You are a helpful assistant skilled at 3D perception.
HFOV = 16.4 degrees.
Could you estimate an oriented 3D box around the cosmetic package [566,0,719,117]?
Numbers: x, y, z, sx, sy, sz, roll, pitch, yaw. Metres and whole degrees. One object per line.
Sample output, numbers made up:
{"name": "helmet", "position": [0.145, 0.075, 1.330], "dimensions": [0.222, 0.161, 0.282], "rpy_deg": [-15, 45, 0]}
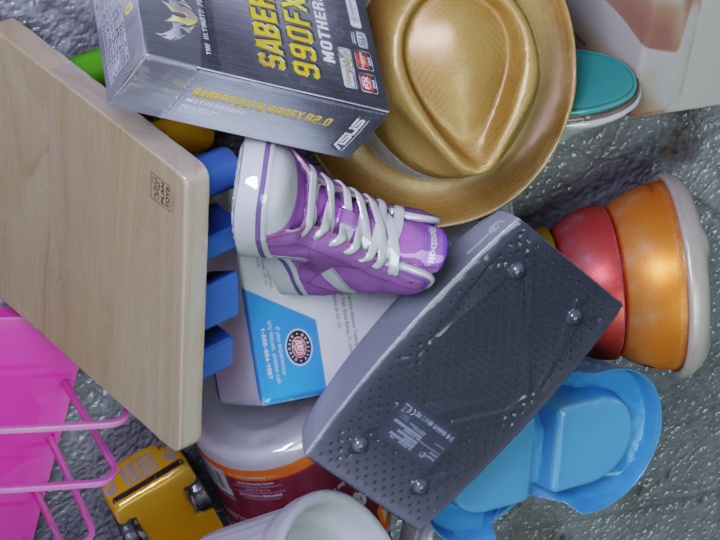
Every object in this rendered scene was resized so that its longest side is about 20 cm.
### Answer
{"name": "cosmetic package", "position": [0.202, -0.213, 1.624], "dimensions": [0.087, 0.103, 0.201], "rpy_deg": [-9, 127, -26]}

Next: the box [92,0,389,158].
{"name": "box", "position": [-0.077, -0.169, 1.414], "dimensions": [0.158, 0.201, 0.048], "rpy_deg": [12, 140, -31]}

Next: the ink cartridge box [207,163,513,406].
{"name": "ink cartridge box", "position": [0.000, 0.000, 1.637], "dimensions": [0.199, 0.084, 0.147], "rpy_deg": [-9, 91, -25]}

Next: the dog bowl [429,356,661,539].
{"name": "dog bowl", "position": [0.115, 0.118, 1.722], "dimensions": [0.199, 0.050, 0.112], "rpy_deg": [-13, 119, -30]}

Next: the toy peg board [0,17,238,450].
{"name": "toy peg board", "position": [-0.130, -0.036, 1.510], "dimensions": [0.097, 0.199, 0.201], "rpy_deg": [-25, 136, -33]}

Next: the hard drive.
{"name": "hard drive", "position": [0.061, 0.061, 1.589], "dimensions": [0.200, 0.042, 0.135], "rpy_deg": [-48, 130, 7]}

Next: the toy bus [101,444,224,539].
{"name": "toy bus", "position": [-0.125, 0.193, 1.761], "dimensions": [0.065, 0.078, 0.201], "rpy_deg": [-29, 134, -6]}

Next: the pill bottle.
{"name": "pill bottle", "position": [-0.042, 0.151, 1.753], "dimensions": [0.114, 0.114, 0.201], "rpy_deg": [-28, 134, -9]}

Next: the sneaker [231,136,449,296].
{"name": "sneaker", "position": [-0.008, -0.032, 1.468], "dimensions": [0.113, 0.073, 0.200], "rpy_deg": [5, 169, 13]}

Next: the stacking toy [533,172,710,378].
{"name": "stacking toy", "position": [0.142, 0.011, 1.773], "dimensions": [0.198, 0.147, 0.147], "rpy_deg": [-5, 129, -4]}

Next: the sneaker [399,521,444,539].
{"name": "sneaker", "position": [0.065, 0.141, 1.788], "dimensions": [0.074, 0.082, 0.201], "rpy_deg": [31, 71, -25]}

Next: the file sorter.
{"name": "file sorter", "position": [-0.242, 0.141, 1.617], "dimensions": [0.138, 0.126, 0.201], "rpy_deg": [-1, 125, -30]}

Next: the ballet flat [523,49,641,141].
{"name": "ballet flat", "position": [0.080, -0.101, 1.602], "dimensions": [0.199, 0.070, 0.070], "rpy_deg": [-7, 128, -16]}

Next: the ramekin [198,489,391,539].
{"name": "ramekin", "position": [-0.044, 0.251, 1.640], "dimensions": [0.097, 0.202, 0.200], "rpy_deg": [-14, 142, 28]}

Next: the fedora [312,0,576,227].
{"name": "fedora", "position": [0.053, -0.121, 1.505], "dimensions": [0.199, 0.082, 0.202], "rpy_deg": [-3, 101, -14]}
